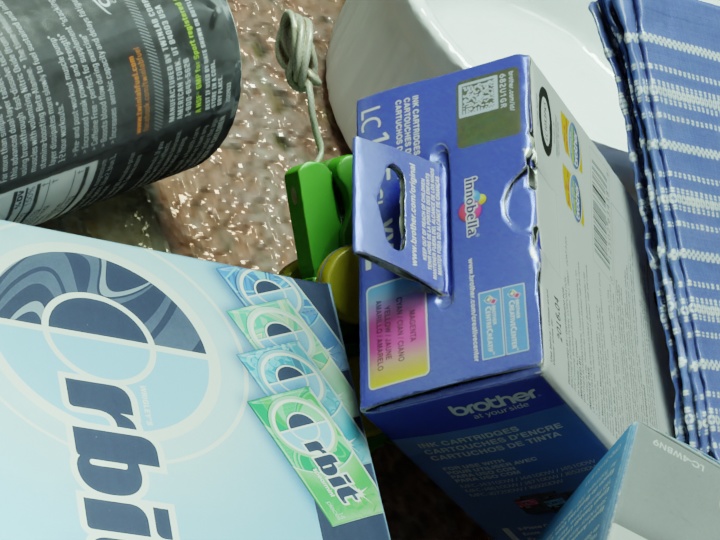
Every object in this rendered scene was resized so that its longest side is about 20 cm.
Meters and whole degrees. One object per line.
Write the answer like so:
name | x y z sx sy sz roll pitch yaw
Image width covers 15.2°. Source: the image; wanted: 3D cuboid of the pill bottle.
pill bottle | -0.147 -0.063 1.014 0.200 0.106 0.106 -23 66 -44

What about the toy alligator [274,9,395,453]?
toy alligator | 0.000 0.000 1.034 0.054 0.059 0.201 -1 86 -23

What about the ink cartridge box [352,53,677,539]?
ink cartridge box | 0.059 0.015 1.005 0.200 0.076 0.137 49 33 -51

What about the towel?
towel | 0.150 -0.014 1.086 0.145 0.024 0.201 5 73 -54

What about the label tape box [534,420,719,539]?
label tape box | 0.067 0.169 0.908 0.066 0.143 0.200 27 42 -7

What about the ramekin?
ramekin | 0.082 -0.089 1.192 0.200 0.098 0.201 18 44 -18

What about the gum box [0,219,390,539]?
gum box | -0.091 0.062 0.905 0.200 0.045 0.170 12 43 -27
